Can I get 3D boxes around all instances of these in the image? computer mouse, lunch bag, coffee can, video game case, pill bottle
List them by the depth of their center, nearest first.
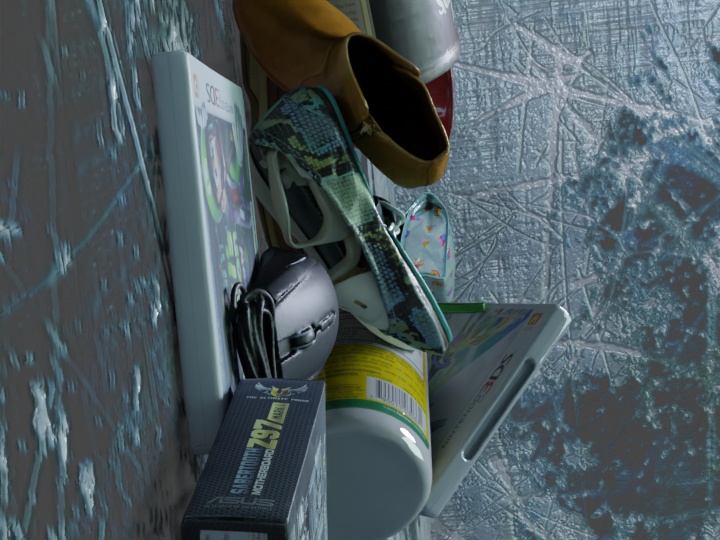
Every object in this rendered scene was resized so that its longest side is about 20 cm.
[{"bbox_3d":[-0.078,-0.010,0.820,0.182,0.023,0.202,-17,101,-85],"label":"video game case"},{"bbox_3d":[-0.034,0.062,0.858,0.200,0.045,0.142,-69,152,-81],"label":"computer mouse"},{"bbox_3d":[-0.005,0.091,1.067,0.201,0.111,0.114,-89,172,-56],"label":"pill bottle"},{"bbox_3d":[-0.010,-0.248,1.121,0.147,0.145,0.202,-88,167,-61],"label":"coffee can"},{"bbox_3d":[0.055,0.099,1.136,0.022,0.183,0.200,43,-18,-19],"label":"video game case"},{"bbox_3d":[0.135,-0.041,3.033,0.171,0.120,0.202,73,18,-65],"label":"lunch bag"}]

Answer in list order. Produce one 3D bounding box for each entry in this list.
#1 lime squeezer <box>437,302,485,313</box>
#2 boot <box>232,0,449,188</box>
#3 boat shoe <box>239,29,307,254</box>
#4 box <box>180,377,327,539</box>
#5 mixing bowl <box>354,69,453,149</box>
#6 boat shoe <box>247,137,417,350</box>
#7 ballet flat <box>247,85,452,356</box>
[{"bbox_3d":[0.000,0.000,1.167,0.071,0.199,0.038,-55,174,-2],"label":"lime squeezer"},{"bbox_3d":[-0.011,-0.139,0.966,0.201,0.071,0.144,48,-6,4],"label":"boot"},{"bbox_3d":[-0.045,-0.093,1.065,0.072,0.067,0.203,-9,94,-86],"label":"boat shoe"},{"bbox_3d":[-0.045,0.173,0.709,0.158,0.050,0.202,-74,165,-71],"label":"box"},{"bbox_3d":[0.002,-0.191,1.373,0.200,0.107,0.202,166,-90,-75],"label":"mixing bowl"},{"bbox_3d":[-0.002,-0.026,1.015,0.200,0.062,0.073,49,20,-22],"label":"boat shoe"},{"bbox_3d":[-0.012,-0.019,0.950,0.201,0.074,0.074,62,10,-13],"label":"ballet flat"}]
